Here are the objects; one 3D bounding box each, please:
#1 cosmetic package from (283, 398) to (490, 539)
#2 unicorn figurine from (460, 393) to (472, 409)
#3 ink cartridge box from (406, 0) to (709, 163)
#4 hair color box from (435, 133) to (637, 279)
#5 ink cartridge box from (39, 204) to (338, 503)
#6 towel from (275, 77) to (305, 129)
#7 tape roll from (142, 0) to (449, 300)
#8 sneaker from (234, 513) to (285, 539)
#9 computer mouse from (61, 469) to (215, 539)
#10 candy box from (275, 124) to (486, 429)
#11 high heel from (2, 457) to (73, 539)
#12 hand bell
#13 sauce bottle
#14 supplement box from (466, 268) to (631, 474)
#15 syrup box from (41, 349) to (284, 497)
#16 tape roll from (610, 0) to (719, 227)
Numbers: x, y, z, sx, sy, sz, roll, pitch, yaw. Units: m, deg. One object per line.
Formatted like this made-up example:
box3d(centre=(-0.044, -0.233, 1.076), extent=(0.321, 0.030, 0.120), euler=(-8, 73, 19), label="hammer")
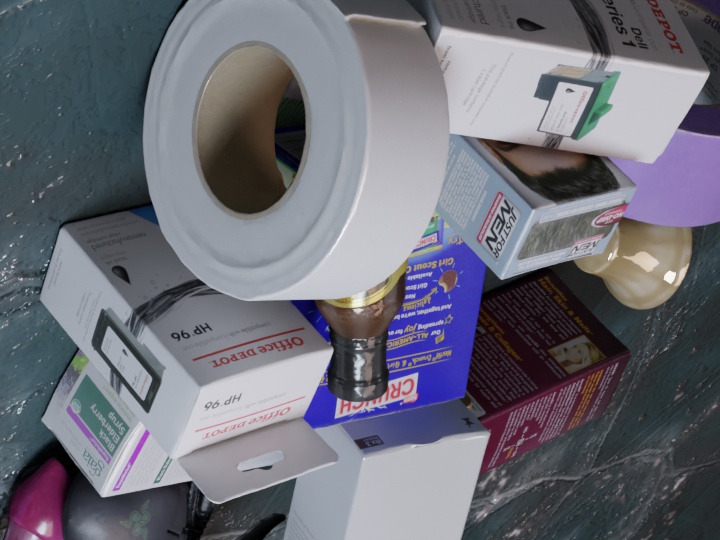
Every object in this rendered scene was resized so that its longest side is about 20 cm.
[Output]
box3d(centre=(0.012, 0.184, 1.708), extent=(0.112, 0.081, 0.201), euler=(-6, 124, -32), label="cosmetic package")
box3d(centre=(0.023, 0.063, 1.779), extent=(0.074, 0.137, 0.201), euler=(-22, 132, -18), label="unicorn figurine")
box3d(centre=(0.100, -0.154, 1.460), extent=(0.199, 0.146, 0.084), euler=(6, 133, -28), label="ink cartridge box")
box3d(centre=(0.072, -0.087, 1.489), extent=(0.099, 0.200, 0.061), euler=(-14, 141, -41), label="hair color box")
box3d(centre=(-0.101, 0.047, 1.491), extent=(0.116, 0.200, 0.068), euler=(-16, 142, -41), label="ink cartridge box")
box3d(centre=(0.002, -0.124, 1.581), extent=(0.200, 0.023, 0.152), euler=(-52, 150, 15), label="towel")
box3d(centre=(-0.041, -0.083, 1.387), extent=(0.071, 0.203, 0.203), euler=(1, 130, -44), label="tape roll")
box3d(centre=(-0.117, 0.278, 1.763), extent=(0.104, 0.060, 0.200), euler=(-3, 124, -61), label="sneaker")
box3d(centre=(-0.149, 0.181, 1.698), extent=(0.200, 0.053, 0.139), euler=(24, 80, -66), label="computer mouse")
box3d(centre=(0.000, 0.000, 1.582), extent=(0.169, 0.077, 0.201), euler=(-9, 120, -34), label="candy box")
box3d(centre=(-0.197, 0.192, 1.720), extent=(0.096, 0.067, 0.200), euler=(-63, 160, 2), label="high heel")
box3d(centre=(0.164, -0.029, 1.885), extent=(0.199, 0.104, 0.104), euler=(7, 125, -40), label="hand bell")
box3d(centre=(0.001, -0.011, 1.477), extent=(0.065, 0.065, 0.201), euler=(-21, 123, -35), label="sauce bottle")
box3d(centre=(0.111, 0.091, 1.922), extent=(0.200, 0.110, 0.086), euler=(-21, 146, -35), label="supplement box")
box3d(centre=(-0.120, 0.095, 1.661), extent=(0.200, 0.079, 0.082), euler=(-5, 134, -49), label="syrup box")
box3d(centre=(0.205, -0.128, 1.651), extent=(0.200, 0.200, 0.085), euler=(-19, 144, -38), label="tape roll")
